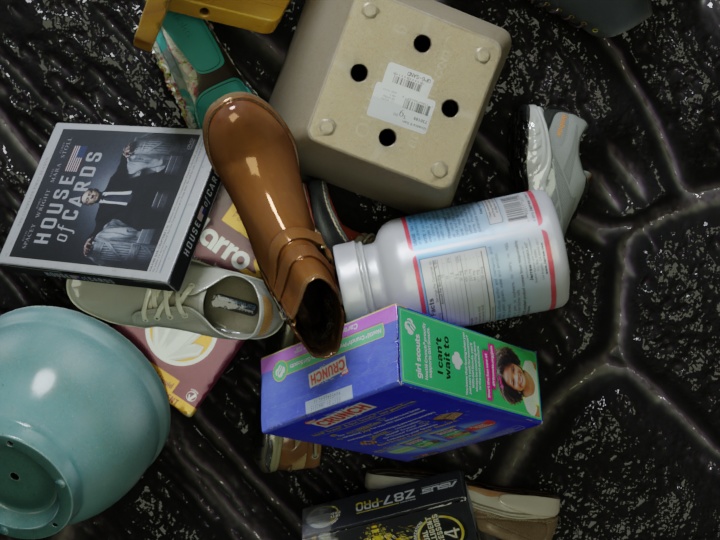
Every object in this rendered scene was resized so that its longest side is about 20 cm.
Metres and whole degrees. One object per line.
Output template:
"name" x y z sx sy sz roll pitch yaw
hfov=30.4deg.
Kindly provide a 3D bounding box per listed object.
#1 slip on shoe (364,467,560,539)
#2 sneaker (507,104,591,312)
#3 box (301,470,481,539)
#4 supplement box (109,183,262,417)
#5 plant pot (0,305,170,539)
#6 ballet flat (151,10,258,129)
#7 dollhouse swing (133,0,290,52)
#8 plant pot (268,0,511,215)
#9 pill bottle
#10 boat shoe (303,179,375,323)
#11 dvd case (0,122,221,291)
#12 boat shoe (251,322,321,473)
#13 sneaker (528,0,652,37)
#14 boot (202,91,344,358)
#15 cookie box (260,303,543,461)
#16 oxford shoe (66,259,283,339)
"slip on shoe" 0.099 0.237 1.308 0.199 0.076 0.061 11 89 -15
"sneaker" 0.185 -0.058 1.281 0.079 0.074 0.201 1 97 -11
"box" 0.045 0.298 1.278 0.160 0.049 0.201 -13 119 6
"supplement box" -0.147 0.021 1.246 0.110 0.086 0.200 35 92 -9
"plant pot" -0.286 0.152 1.181 0.199 0.134 0.201 7 124 11
"ballet flat" -0.141 -0.165 1.219 0.075 0.064 0.201 -21 82 -18
"dollhouse swing" -0.088 -0.274 1.112 0.181 0.176 0.200 11 133 -23
"plant pot" 0.029 -0.162 1.198 0.199 0.177 0.201 20 94 -8
"pill bottle" 0.080 -0.002 1.188 0.199 0.109 0.109 -11 98 0
"boat shoe" 0.000 0.000 1.265 0.062 0.071 0.201 -22 103 8
"dvd case" -0.218 -0.060 1.175 0.199 0.025 0.151 6 67 30
"boat shoe" -0.054 0.099 1.278 0.073 0.076 0.201 8 103 -14
"sneaker" 0.179 -0.262 1.254 0.199 0.075 0.107 -11 119 8
"boot" -0.068 -0.034 1.091 0.076 0.155 0.201 -16 128 -7
"cookie box" 0.038 0.108 1.192 0.200 0.171 0.076 19 58 -44
"oxford shoe" -0.165 0.021 1.169 0.199 0.058 0.076 10 95 5
